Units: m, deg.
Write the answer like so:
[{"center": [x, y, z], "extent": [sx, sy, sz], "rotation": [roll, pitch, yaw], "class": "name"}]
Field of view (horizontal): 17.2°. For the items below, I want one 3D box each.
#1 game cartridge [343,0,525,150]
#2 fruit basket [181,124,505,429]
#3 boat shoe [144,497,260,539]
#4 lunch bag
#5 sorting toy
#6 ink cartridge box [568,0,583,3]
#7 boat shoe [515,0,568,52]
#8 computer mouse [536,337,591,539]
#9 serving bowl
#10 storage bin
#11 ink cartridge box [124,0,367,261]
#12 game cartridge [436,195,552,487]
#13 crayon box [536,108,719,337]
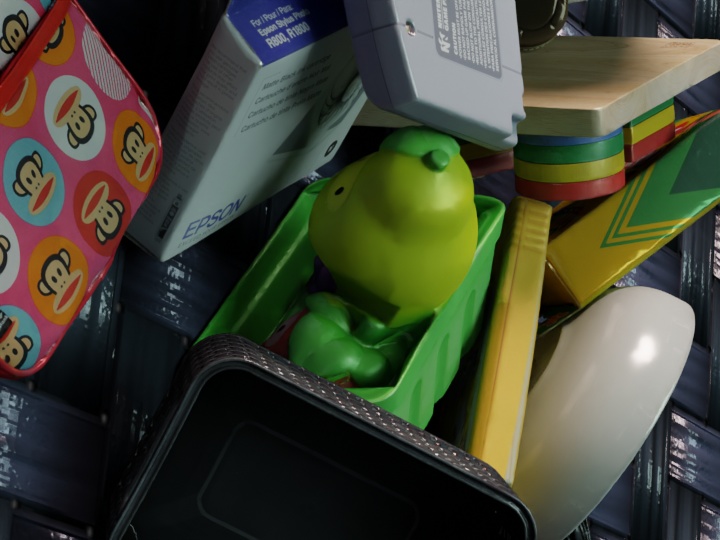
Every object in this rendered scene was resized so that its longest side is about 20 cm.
[{"center": [0.037, -0.174, 1.317], "extent": [0.133, 0.040, 0.200], "rotation": [18, 63, -56], "class": "game cartridge"}, {"center": [0.000, 0.000, 1.386], "extent": [0.216, 0.155, 0.216], "rotation": [7, 90, -66], "class": "fruit basket"}, {"center": [-0.060, 0.211, 1.351], "extent": [0.200, 0.074, 0.067], "rotation": [60, -2, -13], "class": "boat shoe"}, {"center": [-0.193, -0.059, 1.176], "extent": [0.176, 0.082, 0.200], "rotation": [56, 40, -30], "class": "lunch bag"}, {"center": [0.106, -0.098, 1.535], "extent": [0.199, 0.200, 0.070], "rotation": [-29, 119, -55], "class": "sorting toy"}, {"center": [0.154, -0.274, 1.504], "extent": [0.200, 0.087, 0.145], "rotation": [118, -40, -71], "class": "ink cartridge box"}, {"center": [0.081, -0.235, 1.520], "extent": [0.076, 0.072, 0.200], "rotation": [76, 3, -87], "class": "boat shoe"}, {"center": [0.135, 0.127, 1.690], "extent": [0.059, 0.034, 0.200], "rotation": [-52, 128, -48], "class": "computer mouse"}, {"center": [0.133, 0.087, 1.559], "extent": [0.066, 0.200, 0.200], "rotation": [34, 48, -7], "class": "serving bowl"}, {"center": [-0.024, 0.135, 1.263], "extent": [0.200, 0.094, 0.135], "rotation": [28, 93, -9], "class": "storage bin"}, {"center": [-0.035, -0.117, 1.346], "extent": [0.200, 0.041, 0.200], "rotation": [-35, 159, -53], "class": "ink cartridge box"}, {"center": [0.078, 0.070, 1.519], "extent": [0.176, 0.032, 0.200], "rotation": [113, -13, -64], "class": "game cartridge"}, {"center": [0.168, -0.031, 1.609], "extent": [0.200, 0.127, 0.051], "rotation": [-37, 96, -12], "class": "crayon box"}]
